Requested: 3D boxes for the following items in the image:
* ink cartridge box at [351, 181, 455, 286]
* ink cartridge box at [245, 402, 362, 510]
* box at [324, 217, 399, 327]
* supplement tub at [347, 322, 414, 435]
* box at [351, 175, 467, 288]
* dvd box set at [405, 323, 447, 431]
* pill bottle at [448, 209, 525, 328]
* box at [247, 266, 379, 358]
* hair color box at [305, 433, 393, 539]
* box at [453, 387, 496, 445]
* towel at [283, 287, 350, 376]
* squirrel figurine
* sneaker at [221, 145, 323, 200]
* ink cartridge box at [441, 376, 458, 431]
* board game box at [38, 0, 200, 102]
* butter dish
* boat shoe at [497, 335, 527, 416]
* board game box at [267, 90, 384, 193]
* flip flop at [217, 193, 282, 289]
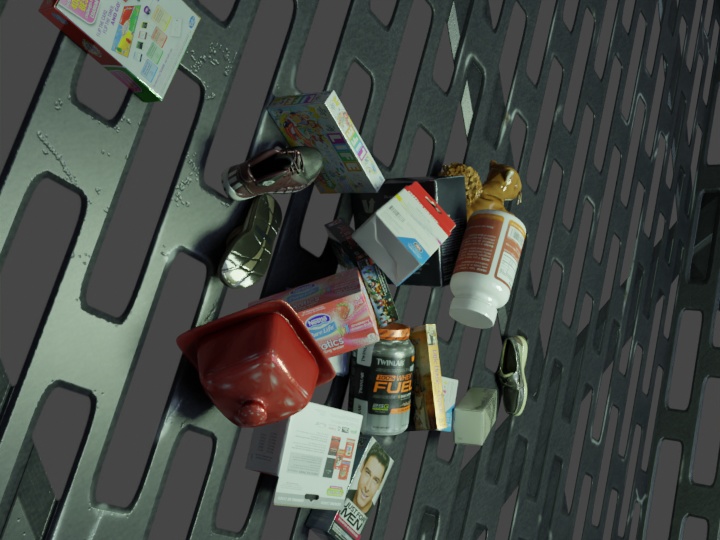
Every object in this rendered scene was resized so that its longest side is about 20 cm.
[{"bbox_3d":[0.079,-0.069,1.434,0.116,0.067,0.200,48,32,0],"label":"ink cartridge box"},{"bbox_3d":[-0.100,0.322,1.475,0.200,0.083,0.177,26,72,-49],"label":"ink cartridge box"},{"bbox_3d":[0.000,0.000,1.505,0.037,0.200,0.137,-24,117,-9],"label":"box"},{"bbox_3d":[0.040,0.204,1.607,0.122,0.122,0.202,-4,99,-52],"label":"supplement tub"},{"bbox_3d":[0.097,-0.077,1.613,0.117,0.196,0.202,-15,104,-51],"label":"box"},{"bbox_3d":[0.103,0.214,1.651,0.029,0.146,0.202,1,79,-37],"label":"dvd box set"},{"bbox_3d":[0.228,-0.002,1.537,0.112,0.112,0.201,42,59,-45],"label":"pill bottle"},{"bbox_3d":[-0.080,0.084,1.387,0.095,0.199,0.103,-101,171,-63],"label":"box"},{"bbox_3d":[-0.018,0.425,1.608,0.099,0.060,0.201,54,52,-39],"label":"hair color box"},{"bbox_3d":[0.261,0.328,1.903,0.200,0.068,0.083,-24,115,-71],"label":"box"},{"bbox_3d":[-0.079,0.115,1.540,0.199,0.024,0.148,16,79,-51],"label":"towel"},{"bbox_3d":[0.259,-0.159,1.837,0.199,0.142,0.187,27,103,-22],"label":"squirrel figurine"},{"bbox_3d":[-0.119,-0.167,1.362,0.199,0.115,0.076,-25,93,-36],"label":"sneaker"},{"bbox_3d":[0.122,0.273,1.772,0.199,0.067,0.116,19,77,-51],"label":"ink cartridge box"},{"bbox_3d":[-0.329,-0.358,1.173,0.200,0.040,0.154,42,60,-45],"label":"board game box"},{"bbox_3d":[-0.159,0.171,1.275,0.148,0.198,0.201,-93,158,-51],"label":"butter dish"},{"bbox_3d":[0.375,0.263,2.102,0.066,0.071,0.203,8,85,-42],"label":"boat shoe"},{"bbox_3d":[-0.058,-0.218,1.455,0.200,0.134,0.034,57,51,-36],"label":"board game box"},{"bbox_3d":[-0.186,-0.047,1.372,0.081,0.057,0.201,51,39,-35],"label":"flip flop"}]
